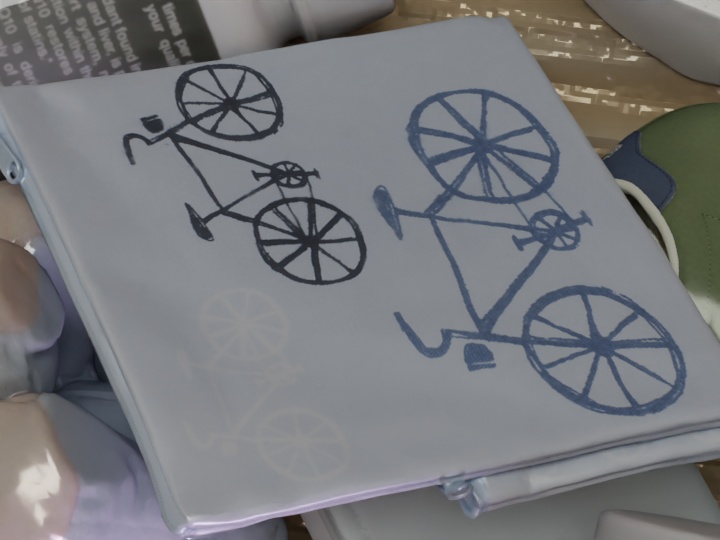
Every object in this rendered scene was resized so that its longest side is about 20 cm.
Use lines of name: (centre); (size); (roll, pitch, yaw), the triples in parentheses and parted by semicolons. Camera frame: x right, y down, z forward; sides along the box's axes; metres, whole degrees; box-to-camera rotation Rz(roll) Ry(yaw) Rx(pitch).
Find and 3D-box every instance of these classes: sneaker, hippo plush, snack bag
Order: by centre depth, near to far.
snack bag: (0.000, 0.000, 0.826); (0.200, 0.021, 0.189); (-10, 51, -25)
hippo plush: (-0.117, 0.076, 0.869); (0.161, 0.200, 0.159); (-35, 49, 22)
sneaker: (0.131, 0.036, 0.876); (0.090, 0.067, 0.200); (-19, 67, -6)

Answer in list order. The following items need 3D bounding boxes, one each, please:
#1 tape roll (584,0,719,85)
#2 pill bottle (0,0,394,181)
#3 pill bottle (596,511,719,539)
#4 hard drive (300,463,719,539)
tape roll: (0.154, -0.165, 0.927); (0.202, 0.071, 0.203); (-2, 75, 6)
pill bottle: (-0.097, -0.094, 0.911); (0.200, 0.114, 0.114); (-21, 74, 0)
pill bottle: (0.102, 0.178, 0.793); (0.114, 0.114, 0.200); (10, 88, 8)
hard drive: (0.026, 0.033, 0.882); (0.132, 0.026, 0.200); (-19, 71, -30)
